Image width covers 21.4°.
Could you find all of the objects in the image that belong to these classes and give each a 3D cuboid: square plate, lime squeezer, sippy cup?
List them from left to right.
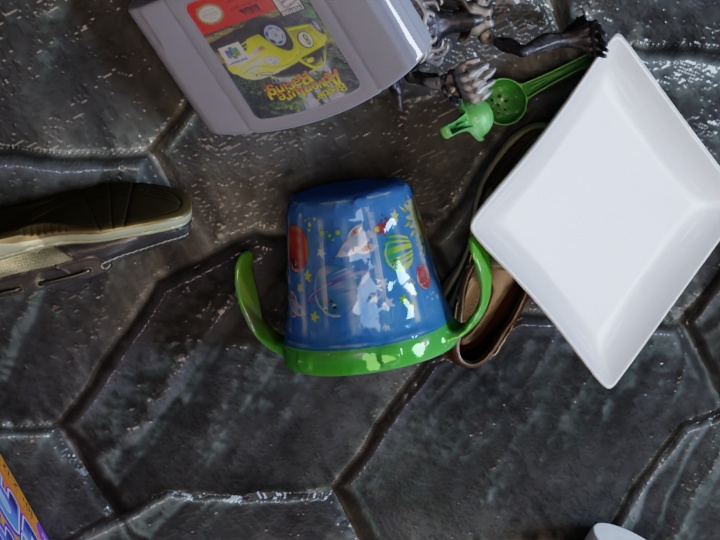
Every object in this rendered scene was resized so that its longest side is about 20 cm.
[{"bbox_3d":[0.000,0.000,1.449,0.177,0.140,0.131,-11,102,-16],"label":"sippy cup"},{"bbox_3d":[0.106,-0.122,1.434,0.200,0.071,0.038,-28,109,-41],"label":"lime squeezer"},{"bbox_3d":[0.190,-0.045,1.474,0.200,0.028,0.198,-52,121,-16],"label":"square plate"}]

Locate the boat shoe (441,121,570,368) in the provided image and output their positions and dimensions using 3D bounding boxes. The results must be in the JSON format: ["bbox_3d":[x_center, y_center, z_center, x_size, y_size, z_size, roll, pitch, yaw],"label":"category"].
[{"bbox_3d":[0.118,-0.014,1.488,0.075,0.075,0.203,16,107,-16],"label":"boat shoe"}]

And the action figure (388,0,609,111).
[{"bbox_3d":[0.076,-0.184,1.401,0.199,0.102,0.119,-11,98,-6],"label":"action figure"}]

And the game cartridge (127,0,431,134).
[{"bbox_3d":[-0.056,-0.168,1.362,0.200,0.041,0.133,-15,125,33],"label":"game cartridge"}]

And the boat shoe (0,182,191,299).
[{"bbox_3d":[-0.222,-0.016,1.432,0.200,0.072,0.066,-10,121,-4],"label":"boat shoe"}]

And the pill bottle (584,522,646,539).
[{"bbox_3d":[0.185,0.320,1.609,0.109,0.110,0.200,24,105,-18],"label":"pill bottle"}]

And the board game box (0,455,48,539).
[{"bbox_3d":[-0.356,0.230,1.427,0.199,0.200,0.200,-25,113,0],"label":"board game box"}]
